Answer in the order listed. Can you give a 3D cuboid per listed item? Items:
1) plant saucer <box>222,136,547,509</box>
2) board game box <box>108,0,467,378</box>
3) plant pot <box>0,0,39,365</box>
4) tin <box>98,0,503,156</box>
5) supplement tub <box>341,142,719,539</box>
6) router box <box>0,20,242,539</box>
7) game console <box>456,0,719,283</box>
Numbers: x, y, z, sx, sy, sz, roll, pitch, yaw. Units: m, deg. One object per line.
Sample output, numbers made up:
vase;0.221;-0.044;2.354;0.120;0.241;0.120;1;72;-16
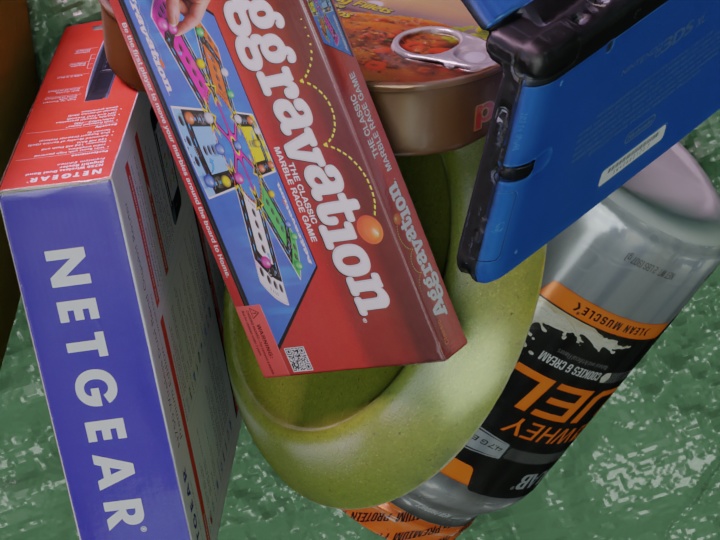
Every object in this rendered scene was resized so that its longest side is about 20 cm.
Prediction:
plant saucer;0.000;0.000;1.227;0.031;0.200;0.200;18;120;-37
board game box;-0.034;-0.052;1.145;0.103;0.019;0.201;-8;111;42
plant pot;-0.234;-0.024;1.240;0.193;0.196;0.201;-7;121;8
tin;-0.019;-0.096;1.200;0.199;0.112;0.042;18;128;32
supplement tub;0.061;0.020;1.269;0.122;0.123;0.200;32;115;-11
router box;-0.099;0.015;1.247;0.049;0.180;0.201;-7;114;7
game console;0.075;-0.123;1.138;0.118;0.200;0.171;33;133;22
